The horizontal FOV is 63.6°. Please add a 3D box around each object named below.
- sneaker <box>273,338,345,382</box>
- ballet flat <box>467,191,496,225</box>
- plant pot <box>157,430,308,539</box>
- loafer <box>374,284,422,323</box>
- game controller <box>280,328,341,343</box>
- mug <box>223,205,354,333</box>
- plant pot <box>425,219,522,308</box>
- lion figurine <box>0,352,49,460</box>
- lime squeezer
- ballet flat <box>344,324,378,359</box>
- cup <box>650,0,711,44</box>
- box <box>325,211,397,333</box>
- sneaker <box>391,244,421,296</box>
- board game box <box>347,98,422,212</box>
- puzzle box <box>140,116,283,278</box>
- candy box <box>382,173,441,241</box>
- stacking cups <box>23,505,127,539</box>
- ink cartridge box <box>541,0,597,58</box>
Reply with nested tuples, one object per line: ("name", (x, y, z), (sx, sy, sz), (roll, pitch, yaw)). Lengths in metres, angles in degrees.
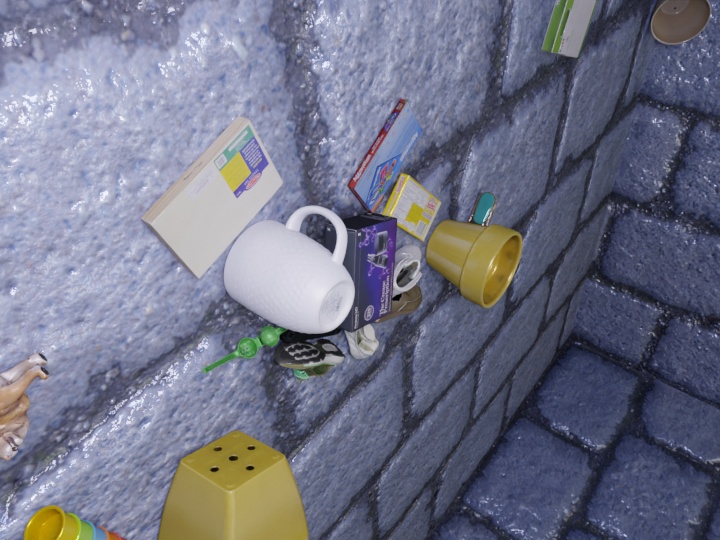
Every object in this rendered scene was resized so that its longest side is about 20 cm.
("sneaker", (-0.107, 0.192, 1.155), (0.200, 0.077, 0.089), (12, 111, -57))
("ballet flat", (0.316, -0.116, 1.581), (0.201, 0.070, 0.065), (-61, 164, 2))
("plant pot", (-0.225, 0.408, 1.030), (0.199, 0.199, 0.178), (-18, 115, -51))
("loafer", (0.083, 0.064, 1.341), (0.200, 0.076, 0.068), (-24, 138, -48))
("game controller", (-0.085, 0.084, 1.142), (0.200, 0.042, 0.105), (-2, 100, -58))
("mug", (-0.093, -0.005, 0.914), (0.147, 0.175, 0.201), (15, 100, -60))
("plant pot", (0.273, -0.035, 1.450), (0.201, 0.188, 0.202), (-38, 142, -38))
("lion figurine", (-0.421, 0.119, 0.619), (0.122, 0.072, 0.200), (-40, 131, -13))
("lime squeezer", (-0.173, 0.117, 0.987), (0.199, 0.038, 0.071), (-27, 162, -9))
("ballet flat", (0.006, 0.153, 1.300), (0.070, 0.069, 0.201), (-50, 148, -22))
("cup", (1.194, -0.981, 2.184), (0.201, 0.199, 0.144), (75, 22, -49))
("box", (0.000, 0.000, 1.129), (0.141, 0.079, 0.201), (-20, 119, -48))
("sneaker", (0.104, -0.004, 1.263), (0.115, 0.074, 0.200), (-30, -165, 49))
("board game box", (0.051, -0.220, 1.127), (0.201, 0.019, 0.103), (-59, 148, -8))
("puzzle box", (-0.200, -0.101, 0.821), (0.200, 0.025, 0.133), (-52, 148, -19))
("candy box", (0.117, -0.136, 1.289), (0.200, 0.026, 0.103), (22, 91, -60))
("stacking cups", (-0.411, 0.404, 0.860), (0.061, 0.060, 0.201), (-49, 151, -23))
("ink cartridge box", (0.515, -0.631, 1.480), (0.199, 0.075, 0.149), (-19, 129, -49))
